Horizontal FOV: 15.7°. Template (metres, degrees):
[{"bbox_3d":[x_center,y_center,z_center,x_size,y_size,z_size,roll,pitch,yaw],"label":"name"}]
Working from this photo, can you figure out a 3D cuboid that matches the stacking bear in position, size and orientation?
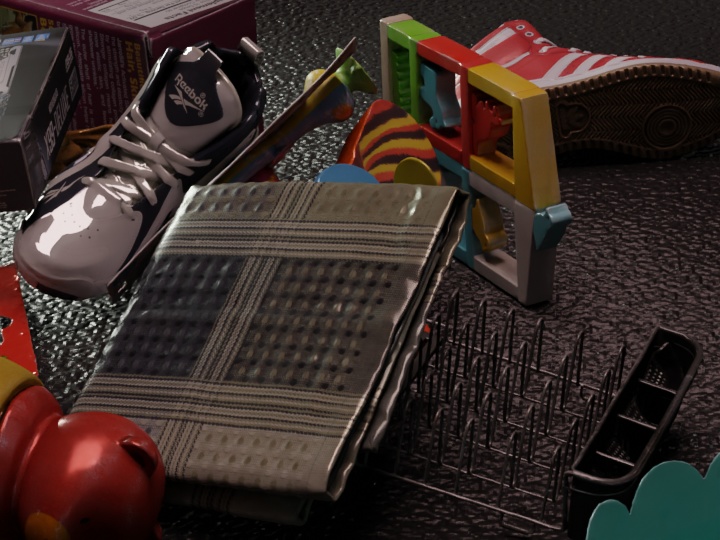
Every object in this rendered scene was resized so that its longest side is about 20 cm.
[{"bbox_3d":[-0.193,0.093,1.296,0.198,0.122,0.114,15,36,14],"label":"stacking bear"}]

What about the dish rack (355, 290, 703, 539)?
[{"bbox_3d":[0.063,0.065,1.350,0.199,0.055,0.153,17,31,16],"label":"dish rack"}]

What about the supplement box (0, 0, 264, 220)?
[{"bbox_3d":[-0.169,-0.130,1.734,0.199,0.132,0.103,19,33,38],"label":"supplement box"}]

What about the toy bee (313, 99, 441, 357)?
[{"bbox_3d":[0.000,0.000,1.485,0.200,0.108,0.131,-53,4,-20],"label":"toy bee"}]

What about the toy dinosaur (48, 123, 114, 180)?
[{"bbox_3d":[-0.203,-0.064,1.639,0.200,0.061,0.106,34,29,34],"label":"toy dinosaur"}]

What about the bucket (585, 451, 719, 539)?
[{"bbox_3d":[0.185,0.170,1.040,0.205,0.136,0.208,-3,25,2],"label":"bucket"}]

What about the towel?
[{"bbox_3d":[-0.050,0.038,1.346,0.199,0.035,0.193,2,55,39],"label":"towel"}]

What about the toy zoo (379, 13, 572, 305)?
[{"bbox_3d":[0.070,-0.064,1.564,0.020,0.132,0.200,-15,27,-25],"label":"toy zoo"}]

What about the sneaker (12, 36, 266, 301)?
[{"bbox_3d":[-0.123,-0.073,1.547,0.079,0.130,0.199,45,51,16],"label":"sneaker"}]

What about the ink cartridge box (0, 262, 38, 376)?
[{"bbox_3d":[-0.294,0.025,1.512,0.198,0.051,0.162,-10,26,-8],"label":"ink cartridge box"}]

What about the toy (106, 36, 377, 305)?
[{"bbox_3d":[-0.063,-0.044,1.518,0.200,0.047,0.115,-48,-2,-7],"label":"toy"}]

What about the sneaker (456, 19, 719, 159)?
[{"bbox_3d":[0.153,-0.124,1.756,0.198,0.072,0.113,-5,28,0],"label":"sneaker"}]

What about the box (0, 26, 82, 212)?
[{"bbox_3d":[-0.281,-0.084,1.590,0.198,0.050,0.158,-5,29,9],"label":"box"}]
